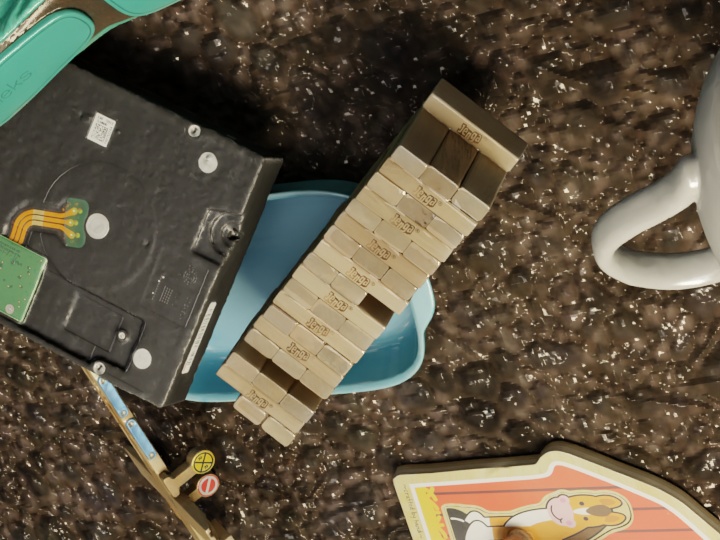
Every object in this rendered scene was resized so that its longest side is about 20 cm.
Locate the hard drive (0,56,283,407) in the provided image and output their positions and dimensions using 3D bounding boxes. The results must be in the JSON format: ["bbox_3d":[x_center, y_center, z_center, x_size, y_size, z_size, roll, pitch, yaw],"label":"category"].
[{"bbox_3d":[-0.153,-0.036,1.039,0.199,0.038,0.141,25,99,14],"label":"hard drive"}]

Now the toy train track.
[{"bbox_3d":[-0.112,0.090,1.130,0.115,0.032,0.201,34,158,54],"label":"toy train track"}]

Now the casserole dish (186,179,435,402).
[{"bbox_3d":[-0.049,0.007,1.075,0.198,0.039,0.122,-6,119,26],"label":"casserole dish"}]

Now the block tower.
[{"bbox_3d":[0.000,0.000,0.993,0.054,0.058,0.200,36,125,-4],"label":"block tower"}]

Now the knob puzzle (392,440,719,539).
[{"bbox_3d":[0.130,0.183,1.122,0.217,0.031,0.222,10,124,15],"label":"knob puzzle"}]

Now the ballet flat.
[{"bbox_3d":[-0.135,-0.147,0.983,0.199,0.067,0.071,-33,65,10],"label":"ballet flat"}]

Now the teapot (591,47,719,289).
[{"bbox_3d":[0.231,-0.033,0.869,0.199,0.198,0.146,37,169,22],"label":"teapot"}]
